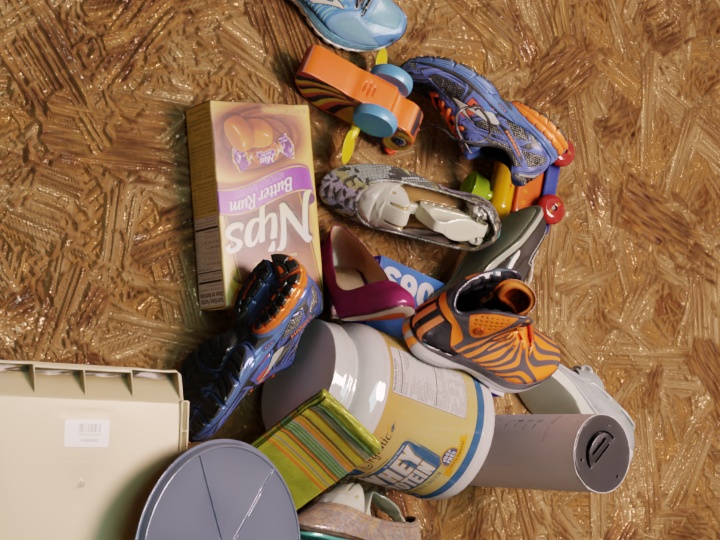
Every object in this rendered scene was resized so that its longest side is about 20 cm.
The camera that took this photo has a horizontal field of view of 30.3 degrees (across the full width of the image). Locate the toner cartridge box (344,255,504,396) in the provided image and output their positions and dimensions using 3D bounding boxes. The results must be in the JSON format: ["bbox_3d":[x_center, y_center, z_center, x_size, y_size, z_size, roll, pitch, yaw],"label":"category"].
[{"bbox_3d":[0.078,0.063,1.430,0.200,0.043,0.095,23,71,-32],"label":"toner cartridge box"}]

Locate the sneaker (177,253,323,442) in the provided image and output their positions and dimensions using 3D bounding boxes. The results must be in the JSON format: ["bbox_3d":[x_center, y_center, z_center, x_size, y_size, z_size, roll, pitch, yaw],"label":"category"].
[{"bbox_3d":[-0.100,0.083,1.251,0.200,0.075,0.078,-51,138,4],"label":"sneaker"}]

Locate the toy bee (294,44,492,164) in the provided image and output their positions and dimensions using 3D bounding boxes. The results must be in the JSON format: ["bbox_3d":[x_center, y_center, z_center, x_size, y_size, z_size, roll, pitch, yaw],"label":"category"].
[{"bbox_3d":[0.020,-0.157,1.395,0.200,0.109,0.131,42,68,4],"label":"toy bee"}]

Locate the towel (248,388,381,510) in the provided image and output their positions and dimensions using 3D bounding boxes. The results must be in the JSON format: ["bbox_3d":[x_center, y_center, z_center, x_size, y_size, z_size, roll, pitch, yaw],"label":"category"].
[{"bbox_3d":[-0.081,0.195,1.231,0.200,0.018,0.086,-38,114,14],"label":"towel"}]

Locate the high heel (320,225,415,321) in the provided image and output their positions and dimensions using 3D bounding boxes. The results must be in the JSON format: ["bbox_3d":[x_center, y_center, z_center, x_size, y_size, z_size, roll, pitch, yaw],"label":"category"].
[{"bbox_3d":[0.000,0.000,1.291,0.067,0.200,0.096,-1,90,-24],"label":"high heel"}]

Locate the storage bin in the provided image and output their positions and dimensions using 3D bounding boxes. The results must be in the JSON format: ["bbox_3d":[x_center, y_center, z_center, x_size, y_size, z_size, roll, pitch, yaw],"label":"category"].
[{"bbox_3d":[-0.258,0.182,1.142,0.200,0.094,0.199,7,79,-35],"label":"storage bin"}]

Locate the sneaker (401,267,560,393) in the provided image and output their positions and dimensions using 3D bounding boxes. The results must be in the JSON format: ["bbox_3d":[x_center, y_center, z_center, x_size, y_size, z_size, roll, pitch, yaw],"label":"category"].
[{"bbox_3d":[0.147,0.059,1.301,0.200,0.112,0.078,12,53,-39],"label":"sneaker"}]

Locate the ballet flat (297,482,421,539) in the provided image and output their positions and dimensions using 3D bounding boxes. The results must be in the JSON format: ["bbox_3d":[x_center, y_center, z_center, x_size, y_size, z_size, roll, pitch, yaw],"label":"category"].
[{"bbox_3d":[-0.005,0.249,1.323,0.200,0.068,0.067,32,59,-50],"label":"ballet flat"}]

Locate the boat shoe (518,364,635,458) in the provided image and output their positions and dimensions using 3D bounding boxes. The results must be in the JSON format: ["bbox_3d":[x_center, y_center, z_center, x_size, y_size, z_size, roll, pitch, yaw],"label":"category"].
[{"bbox_3d":[0.251,0.150,1.537,0.201,0.070,0.072,44,50,-27],"label":"boat shoe"}]

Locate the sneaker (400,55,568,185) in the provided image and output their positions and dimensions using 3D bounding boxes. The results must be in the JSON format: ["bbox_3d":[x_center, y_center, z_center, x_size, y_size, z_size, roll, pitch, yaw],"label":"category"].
[{"bbox_3d":[0.122,-0.163,1.428,0.200,0.075,0.079,33,86,12],"label":"sneaker"}]

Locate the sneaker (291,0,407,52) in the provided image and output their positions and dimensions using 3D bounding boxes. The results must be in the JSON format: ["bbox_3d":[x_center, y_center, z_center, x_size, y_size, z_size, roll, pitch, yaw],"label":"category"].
[{"bbox_3d":[-0.026,-0.293,1.372,0.200,0.090,0.079,28,69,-31],"label":"sneaker"}]

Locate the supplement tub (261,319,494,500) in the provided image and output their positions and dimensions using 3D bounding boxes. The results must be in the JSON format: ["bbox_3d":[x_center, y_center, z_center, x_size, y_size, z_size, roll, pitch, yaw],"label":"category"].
[{"bbox_3d":[0.018,0.136,1.314,0.200,0.145,0.145,23,71,-31],"label":"supplement tub"}]

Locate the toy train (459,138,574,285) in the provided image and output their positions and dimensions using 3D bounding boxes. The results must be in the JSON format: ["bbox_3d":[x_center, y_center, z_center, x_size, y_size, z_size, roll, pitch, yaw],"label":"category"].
[{"bbox_3d":[0.160,-0.072,1.489,0.116,0.085,0.200,19,73,-22],"label":"toy train"}]

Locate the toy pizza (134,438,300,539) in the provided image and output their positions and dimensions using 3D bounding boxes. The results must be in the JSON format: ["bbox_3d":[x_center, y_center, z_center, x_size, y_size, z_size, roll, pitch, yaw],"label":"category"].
[{"bbox_3d":[-0.127,0.248,1.159,0.200,0.032,0.201,6,82,-50],"label":"toy pizza"}]

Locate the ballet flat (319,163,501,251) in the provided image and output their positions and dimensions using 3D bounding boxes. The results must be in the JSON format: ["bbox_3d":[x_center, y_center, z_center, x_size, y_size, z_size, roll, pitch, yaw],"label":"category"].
[{"bbox_3d":[0.057,-0.064,1.379,0.200,0.072,0.072,13,76,-15],"label":"ballet flat"}]

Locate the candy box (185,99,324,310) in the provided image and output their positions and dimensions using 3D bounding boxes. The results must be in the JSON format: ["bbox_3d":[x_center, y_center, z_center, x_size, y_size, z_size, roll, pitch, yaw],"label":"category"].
[{"bbox_3d":[-0.103,-0.063,1.308,0.116,0.056,0.200,-3,87,-36],"label":"candy box"}]

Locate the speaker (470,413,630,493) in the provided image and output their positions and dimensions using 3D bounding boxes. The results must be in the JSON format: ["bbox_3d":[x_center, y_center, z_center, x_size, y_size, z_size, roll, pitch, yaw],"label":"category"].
[{"bbox_3d":[0.185,0.190,1.393,0.081,0.200,0.081,5,81,-35],"label":"speaker"}]

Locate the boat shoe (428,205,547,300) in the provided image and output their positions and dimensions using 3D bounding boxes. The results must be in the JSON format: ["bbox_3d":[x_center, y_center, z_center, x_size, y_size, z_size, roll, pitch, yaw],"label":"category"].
[{"bbox_3d":[0.139,0.012,1.416,0.201,0.072,0.061,-47,113,-25],"label":"boat shoe"}]
